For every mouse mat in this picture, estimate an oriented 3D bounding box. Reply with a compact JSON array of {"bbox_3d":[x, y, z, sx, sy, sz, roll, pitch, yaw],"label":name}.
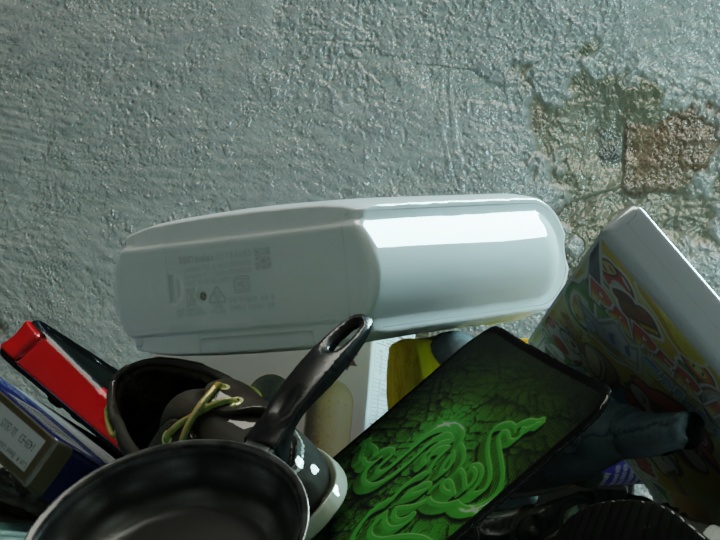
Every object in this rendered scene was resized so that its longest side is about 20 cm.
[{"bbox_3d":[0.015,0.085,0.699,0.008,0.161,0.200,50,-4,-11],"label":"mouse mat"}]

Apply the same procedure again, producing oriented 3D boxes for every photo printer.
[{"bbox_3d":[0.000,0.000,0.884,0.165,0.070,0.199,-6,0,38],"label":"photo printer"}]

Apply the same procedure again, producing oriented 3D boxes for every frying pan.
[{"bbox_3d":[-0.065,0.085,0.684,0.114,0.031,0.191,-3,33,16],"label":"frying pan"}]

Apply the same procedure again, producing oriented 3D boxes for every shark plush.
[{"bbox_3d":[0.071,0.087,0.761,0.083,0.092,0.199,-18,16,-39],"label":"shark plush"}]

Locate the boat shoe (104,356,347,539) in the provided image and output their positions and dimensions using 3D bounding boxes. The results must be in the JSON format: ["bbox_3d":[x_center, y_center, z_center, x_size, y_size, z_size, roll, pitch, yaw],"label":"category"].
[{"bbox_3d":[-0.069,0.081,0.779,0.061,0.072,0.201,55,-17,-17],"label":"boat shoe"}]

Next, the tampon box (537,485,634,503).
[{"bbox_3d":[0.099,0.146,1.122,0.148,0.128,0.200,4,-5,7],"label":"tampon box"}]

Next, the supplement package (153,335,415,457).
[{"bbox_3d":[-0.052,0.100,1.185,0.150,0.202,0.151,4,-6,12],"label":"supplement package"}]

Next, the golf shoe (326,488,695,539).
[{"bbox_3d":[0.069,0.135,0.768,0.198,0.078,0.088,7,-11,-15],"label":"golf shoe"}]

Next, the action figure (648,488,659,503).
[{"bbox_3d":[0.196,0.150,0.914,0.199,0.106,0.193,3,-16,41],"label":"action figure"}]

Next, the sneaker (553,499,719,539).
[{"bbox_3d":[0.154,0.135,0.630,0.088,0.075,0.199,24,-11,-41],"label":"sneaker"}]

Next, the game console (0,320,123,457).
[{"bbox_3d":[-0.108,0.109,1.002,0.177,0.031,0.200,39,-2,32],"label":"game console"}]

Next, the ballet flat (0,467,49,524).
[{"bbox_3d":[-0.221,0.119,0.849,0.199,0.073,0.071,13,-9,-42],"label":"ballet flat"}]

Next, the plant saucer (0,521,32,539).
[{"bbox_3d":[-0.153,0.130,0.746,0.198,0.036,0.200,6,-6,1],"label":"plant saucer"}]

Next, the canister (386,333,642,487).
[{"bbox_3d":[0.121,0.075,0.930,0.198,0.088,0.149,-2,-4,-7],"label":"canister"}]

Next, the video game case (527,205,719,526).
[{"bbox_3d":[0.154,0.080,0.735,0.023,0.200,0.182,-37,-10,-13],"label":"video game case"}]

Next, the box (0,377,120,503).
[{"bbox_3d":[-0.136,0.110,0.910,0.121,0.033,0.200,31,-7,41],"label":"box"}]
